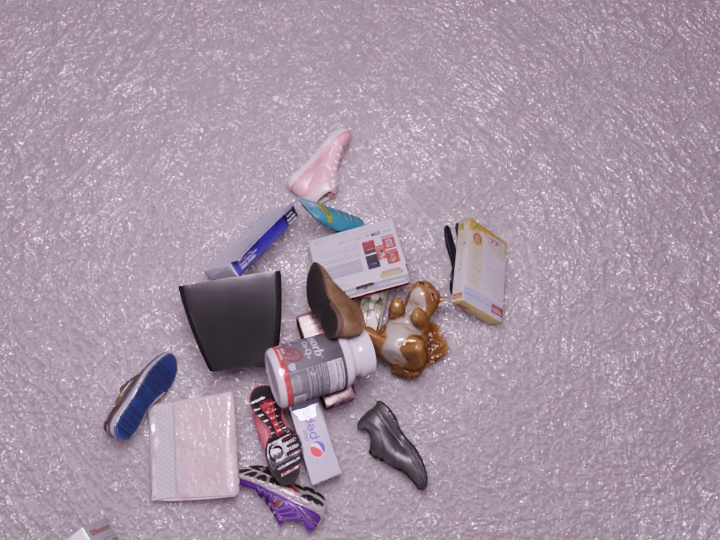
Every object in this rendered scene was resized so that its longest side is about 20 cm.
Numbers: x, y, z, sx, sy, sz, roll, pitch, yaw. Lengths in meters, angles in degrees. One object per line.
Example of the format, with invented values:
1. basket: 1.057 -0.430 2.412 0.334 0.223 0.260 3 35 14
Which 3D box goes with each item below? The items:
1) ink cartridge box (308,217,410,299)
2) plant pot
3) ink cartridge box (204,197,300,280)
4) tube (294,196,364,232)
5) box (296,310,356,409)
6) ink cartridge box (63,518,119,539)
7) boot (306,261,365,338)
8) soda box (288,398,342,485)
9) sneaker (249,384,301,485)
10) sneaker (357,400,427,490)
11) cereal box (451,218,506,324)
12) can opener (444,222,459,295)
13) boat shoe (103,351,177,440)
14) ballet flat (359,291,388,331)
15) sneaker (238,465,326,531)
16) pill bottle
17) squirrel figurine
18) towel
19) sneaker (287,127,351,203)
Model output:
1. ink cartridge box: 0.000 0.000 1.287 0.197 0.084 0.177 -14 54 0
2. plant pot: -0.252 0.105 1.229 0.197 0.199 0.180 -8 88 -8
3. ink cartridge box: -0.220 -0.061 1.250 0.041 0.199 0.200 50 61 -18
4. tube: -0.064 -0.115 1.302 0.077 0.199 0.051 39 102 31
5. box: -0.075 0.189 1.263 0.074 0.100 0.203 -16 77 -10
6. ink cartridge box: -0.475 0.574 1.095 0.082 0.146 0.201 -35 81 -15
7. boot: -0.053 0.061 1.178 0.075 0.074 0.201 5 37 -32
8. soda box: -0.102 0.337 1.239 0.067 0.064 0.203 -17 77 -11
9. sneaker: -0.171 0.336 1.211 0.073 0.087 0.202 -16 68 -17
10. sneaker: 0.068 0.379 1.249 0.090 0.076 0.201 -35 74 -3
11. cereal box: 0.269 0.003 1.331 0.143 0.039 0.203 28 61 -35
12. can opener: 0.232 -0.018 1.371 0.062 0.079 0.203 -3 66 2
13. boat shoe: -0.458 0.248 1.217 0.072 0.073 0.201 0 43 34
14. ballet flat: 0.028 0.083 1.320 0.068 0.070 0.203 10 74 -3
15. sneaker: -0.168 0.463 1.196 0.198 0.081 0.084 26 91 8
16. pill bottle: -0.077 0.182 1.148 0.197 0.116 0.117 -15 76 -20
17. squirrel figurine: 0.117 0.125 1.276 0.140 0.201 0.188 8 53 31
18. towel: -0.341 0.360 1.204 0.188 0.032 0.203 -8 76 7
19. sneaker: -0.070 -0.235 1.391 0.104 0.075 0.200 42 83 11
